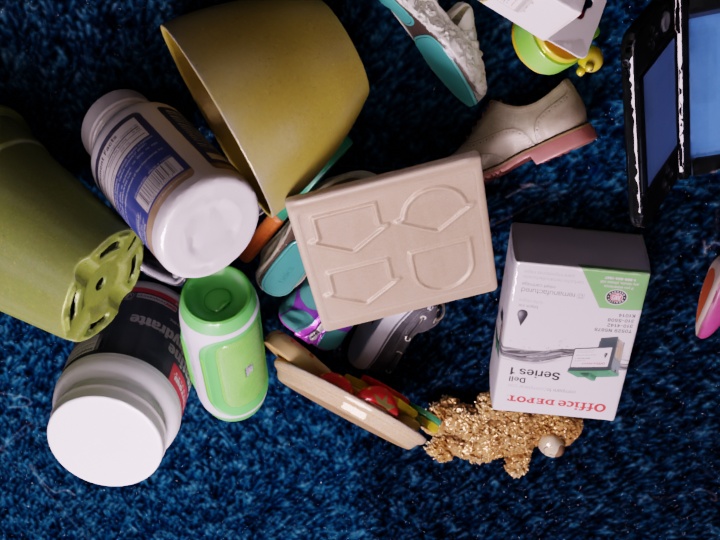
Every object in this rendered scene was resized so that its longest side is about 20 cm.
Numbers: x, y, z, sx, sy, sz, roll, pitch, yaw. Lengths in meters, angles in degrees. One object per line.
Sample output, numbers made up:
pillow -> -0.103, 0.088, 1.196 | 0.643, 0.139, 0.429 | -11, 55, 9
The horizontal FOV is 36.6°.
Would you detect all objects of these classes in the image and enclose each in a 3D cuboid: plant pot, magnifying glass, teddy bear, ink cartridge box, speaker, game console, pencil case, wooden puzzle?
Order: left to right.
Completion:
plant pot -> -0.320, -0.030, 1.068 | 0.188, 0.200, 0.202 | 28, 125, 14
speaker -> -0.144, 0.082, 1.166 | 0.087, 0.090, 0.201 | 3, 144, 2
plant pot -> -0.076, -0.174, 1.014 | 0.141, 0.200, 0.202 | -32, 119, -7
magnifying glass -> -0.071, -0.072, 1.138 | 0.022, 0.080, 0.200 | 43, 129, -4
pencil case -> 0.000, 0.000, 1.162 | 0.084, 0.093, 0.200 | 33, 119, -17
wooden puzzle -> 0.033, -0.031, 1.047 | 0.182, 0.047, 0.202 | -13, 139, 2
teddy bear -> 0.167, 0.193, 1.291 | 0.196, 0.067, 0.147 | 9, 126, 0
ink cartridge box -> 0.145, -0.285, 0.940 | 0.198, 0.118, 0.067 | 27, 163, -14
ink cartridge box -> 0.223, 0.059, 1.187 | 0.143, 0.085, 0.203 | 5, 123, 2
game console -> 0.329, -0.159, 1.021 | 0.115, 0.176, 0.203 | 10, 129, 32

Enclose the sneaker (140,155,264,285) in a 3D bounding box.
sneaker -> -0.162, -0.048, 1.129 | 0.197, 0.115, 0.076 | -23, 120, 18

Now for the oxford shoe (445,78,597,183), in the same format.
oxford shoe -> 0.134, -0.131, 1.093 | 0.197, 0.070, 0.076 | -19, 94, 18

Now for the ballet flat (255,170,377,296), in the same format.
ballet flat -> -0.049, -0.052, 1.127 | 0.067, 0.063, 0.200 | 28, 128, -29

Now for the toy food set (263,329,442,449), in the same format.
toy food set -> -0.010, 0.139, 1.213 | 0.198, 0.049, 0.198 | 20, 168, 38

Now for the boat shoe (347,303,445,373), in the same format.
boat shoe -> 0.058, 0.045, 1.203 | 0.065, 0.070, 0.201 | 21, 123, -19

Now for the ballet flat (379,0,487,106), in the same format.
ballet flat -> 0.068, -0.243, 1.016 | 0.071, 0.072, 0.200 | -34, 116, 24

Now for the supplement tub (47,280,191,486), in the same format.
supplement tub -> -0.256, 0.120, 1.196 | 0.137, 0.201, 0.142 | 2, 124, 3

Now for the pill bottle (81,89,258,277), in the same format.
pill bottle -> -0.191, -0.092, 1.049 | 0.110, 0.200, 0.112 | -25, 138, -25

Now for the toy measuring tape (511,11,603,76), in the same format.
toy measuring tape -> 0.147, -0.238, 1.000 | 0.198, 0.074, 0.074 | 33, 120, -20

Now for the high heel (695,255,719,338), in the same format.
high heel -> 0.424, -0.003, 1.137 | 0.095, 0.068, 0.203 | 20, 120, 4
